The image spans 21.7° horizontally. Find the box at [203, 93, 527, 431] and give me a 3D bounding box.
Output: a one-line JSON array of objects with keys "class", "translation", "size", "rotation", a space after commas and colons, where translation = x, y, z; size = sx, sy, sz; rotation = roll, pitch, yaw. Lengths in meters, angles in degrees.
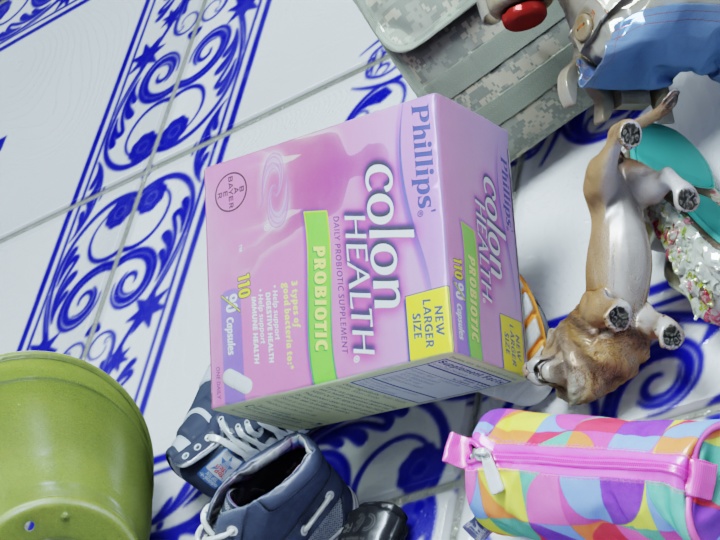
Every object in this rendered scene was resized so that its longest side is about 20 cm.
[{"class": "box", "translation": [0.000, 0.000, 1.270], "size": [0.199, 0.096, 0.177], "rotation": [-14, 69, 32]}]

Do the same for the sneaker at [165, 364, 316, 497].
[{"class": "sneaker", "translation": [-0.071, 0.115, 1.395], "size": [0.199, 0.070, 0.109], "rotation": [-16, 39, 51]}]

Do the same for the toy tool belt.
[{"class": "toy tool belt", "translation": [0.186, -0.156, 1.262], "size": [0.125, 0.198, 0.124], "rotation": [125, 135, -65]}]

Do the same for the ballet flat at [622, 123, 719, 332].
[{"class": "ballet flat", "translation": [0.207, -0.029, 1.225], "size": [0.200, 0.075, 0.064], "rotation": [-106, 30, -60]}]

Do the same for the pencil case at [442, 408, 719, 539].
[{"class": "pencil case", "translation": [0.145, 0.125, 1.114], "size": [0.199, 0.088, 0.089], "rotation": [-3, 53, 48]}]

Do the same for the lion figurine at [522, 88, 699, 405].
[{"class": "lion figurine", "translation": [0.161, -0.011, 1.185], "size": [0.122, 0.072, 0.202], "rotation": [-176, 98, -78]}]

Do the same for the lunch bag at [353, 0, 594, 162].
[{"class": "lunch bag", "translation": [0.098, -0.200, 1.393], "size": [0.164, 0.200, 0.118], "rotation": [-34, 15, 20]}]

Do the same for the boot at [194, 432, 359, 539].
[{"class": "boot", "translation": [-0.096, 0.193, 1.282], "size": [0.200, 0.091, 0.073], "rotation": [-40, 45, -9]}]

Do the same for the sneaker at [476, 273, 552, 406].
[{"class": "sneaker", "translation": [0.084, 0.019, 1.316], "size": [0.078, 0.077, 0.200], "rotation": [-44, 50, 14]}]

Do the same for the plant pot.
[{"class": "plant pot", "translation": [-0.233, 0.185, 1.370], "size": [0.200, 0.200, 0.193], "rotation": [-47, 24, 2]}]

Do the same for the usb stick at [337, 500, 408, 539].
[{"class": "usb stick", "translation": [-0.022, 0.244, 1.236], "size": [0.055, 0.033, 0.201], "rotation": [-13, 46, 53]}]
